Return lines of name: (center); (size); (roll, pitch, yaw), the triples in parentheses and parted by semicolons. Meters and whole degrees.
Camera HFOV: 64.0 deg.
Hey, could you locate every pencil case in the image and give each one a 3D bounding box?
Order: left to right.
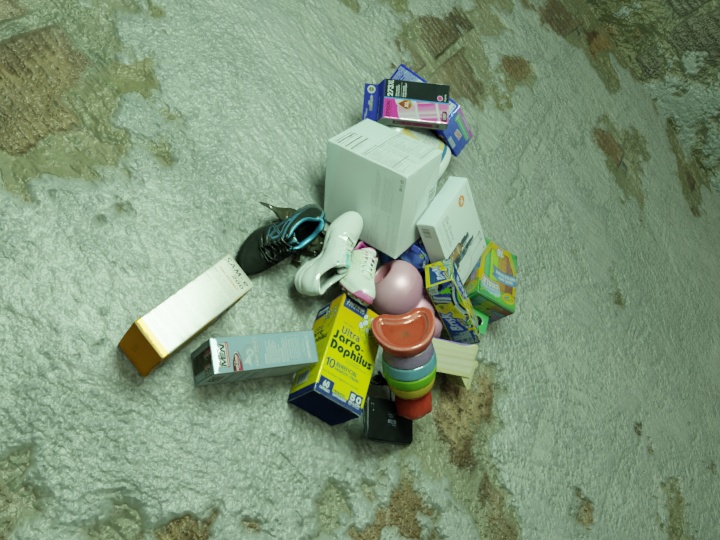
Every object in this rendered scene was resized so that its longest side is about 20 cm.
pencil case: (0.159, -0.074, 1.316); (0.077, 0.088, 0.200); (37, 48, 10)

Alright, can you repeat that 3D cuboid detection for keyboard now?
keyboard: (0.055, 0.269, 1.127); (0.199, 0.020, 0.131); (32, 55, -56)

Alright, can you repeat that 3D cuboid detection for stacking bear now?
stacking bear: (0.094, 0.192, 1.085); (0.117, 0.205, 0.115); (-10, 31, -1)

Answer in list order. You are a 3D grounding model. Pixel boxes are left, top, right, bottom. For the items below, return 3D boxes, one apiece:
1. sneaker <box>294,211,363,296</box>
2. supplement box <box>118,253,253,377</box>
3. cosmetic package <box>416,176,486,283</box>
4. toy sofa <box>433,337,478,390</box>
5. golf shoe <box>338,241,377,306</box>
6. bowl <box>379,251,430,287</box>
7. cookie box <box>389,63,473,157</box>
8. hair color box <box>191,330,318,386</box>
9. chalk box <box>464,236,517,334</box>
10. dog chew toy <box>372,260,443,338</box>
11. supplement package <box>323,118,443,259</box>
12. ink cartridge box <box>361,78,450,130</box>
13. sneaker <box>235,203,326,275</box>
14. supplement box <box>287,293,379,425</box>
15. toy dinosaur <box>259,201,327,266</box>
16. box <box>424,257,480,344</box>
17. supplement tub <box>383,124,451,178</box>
sneaker: (-0.041, -0.028, 1.125); (0.202, 0.087, 0.076); (-55, 127, -19)
supplement box: (-0.284, 0.073, 0.946); (0.074, 0.125, 0.200); (50, 51, -4)
cosmetic package: (0.204, -0.076, 1.259); (0.152, 0.051, 0.203); (-54, 136, -29)
toy sofa: (0.153, 0.183, 1.228); (0.195, 0.082, 0.101); (14, 92, -30)
golf shoe: (0.000, 0.000, 1.149); (0.074, 0.093, 0.201); (31, 11, -20)
bowl: (0.133, -0.027, 1.356); (0.196, 0.039, 0.207); (16, 61, -31)
cookie box: (0.170, -0.391, 1.419); (0.200, 0.076, 0.171); (44, 6, 24)
hair color box: (-0.182, 0.151, 1.003); (0.195, 0.098, 0.063); (-1, 70, -37)
chalk box: (0.289, 0.048, 1.383); (0.122, 0.123, 0.205); (25, 57, -24)
dog chew toy: (0.107, 0.075, 1.243); (0.200, 0.123, 0.126); (46, 50, -20)
supplement package: (0.043, -0.176, 1.207); (0.197, 0.195, 0.146); (29, 44, 25)
ink cartridge box: (0.102, -0.375, 1.293); (0.193, 0.037, 0.098); (5, 77, 0)
sneaker: (-0.150, -0.057, 1.079); (0.197, 0.082, 0.074); (-35, 109, 0)
supplement box: (-0.042, 0.169, 1.093); (0.107, 0.109, 0.204); (31, 54, -20)
toy dinosaur: (-0.128, -0.079, 1.177); (0.197, 0.077, 0.104); (32, 43, -15)
box: (0.200, 0.073, 1.244); (0.071, 0.063, 0.202); (-85, 153, -48)
supplement tub: (0.106, -0.295, 1.387); (0.198, 0.144, 0.147); (38, 52, -16)
